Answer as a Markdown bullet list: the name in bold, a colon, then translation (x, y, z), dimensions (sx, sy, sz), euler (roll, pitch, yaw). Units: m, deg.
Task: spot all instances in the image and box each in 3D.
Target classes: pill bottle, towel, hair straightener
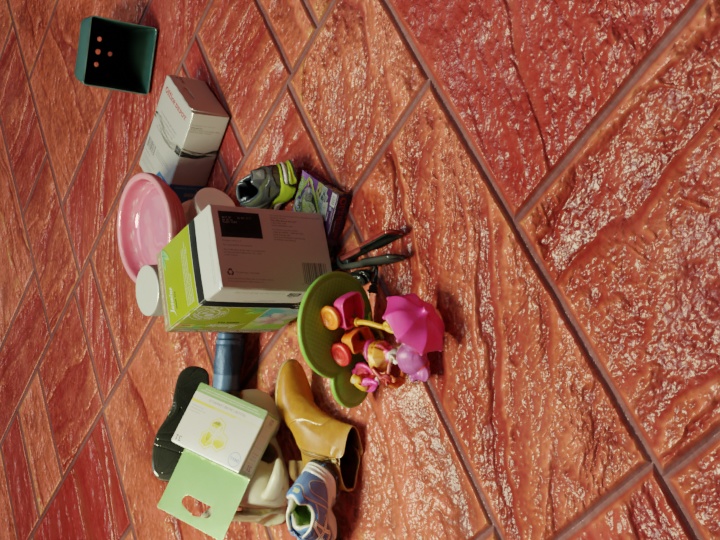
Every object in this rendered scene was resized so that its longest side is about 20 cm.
- **pill bottle**: translation (-0.273, 0.030, 1.685), dimensions (0.112, 0.199, 0.114), euler (2, 92, 50)
- **towel**: translation (-0.230, 0.199, 1.716), dimensions (0.112, 0.048, 0.202), euler (166, 110, -88)
- **pill bottle**: translation (-0.304, -0.058, 1.813), dimensions (0.200, 0.110, 0.112), euler (-49, 51, 40)
- **hair straightener**: translation (0.000, 0.000, 1.455), dimensions (0.199, 0.041, 0.078), euler (-21, 71, 51)

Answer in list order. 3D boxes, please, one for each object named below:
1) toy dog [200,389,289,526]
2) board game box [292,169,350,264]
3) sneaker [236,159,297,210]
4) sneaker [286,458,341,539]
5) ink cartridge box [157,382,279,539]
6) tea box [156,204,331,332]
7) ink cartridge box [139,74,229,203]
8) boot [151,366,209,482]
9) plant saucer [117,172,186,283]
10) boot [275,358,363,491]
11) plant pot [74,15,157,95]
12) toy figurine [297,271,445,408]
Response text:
- **toy dog**: translation (-0.182, 0.290, 1.596), dimensions (0.194, 0.138, 0.202), euler (122, 148, -57)
- **board game box**: translation (-0.080, -0.045, 1.578), dimensions (0.120, 0.032, 0.202), euler (35, 115, 46)
- **sneaker**: translation (-0.173, -0.124, 1.653), dimensions (0.200, 0.080, 0.075), euler (131, 132, -55)
- **sneaker**: translation (-0.078, 0.376, 1.470), dimensions (0.075, 0.077, 0.202), euler (15, 123, 33)
- **ink cartridge box**: translation (-0.229, 0.290, 1.524), dimensions (0.144, 0.048, 0.201), euler (17, 73, 32)
- **tea box**: translation (-0.179, 0.003, 1.520), dimensions (0.196, 0.198, 0.135), euler (-33, 61, 49)
- **ink cartridge box**: translation (-0.338, -0.247, 1.892), dimensions (0.145, 0.084, 0.201), euler (53, 129, 40)
- **boot**: translation (-0.296, 0.286, 1.694), dimensions (0.154, 0.073, 0.205), euler (96, -175, -56)
- **plant saucer**: translation (-0.367, -0.072, 1.763), dimensions (0.199, 0.050, 0.203), euler (5, 97, 49)
- **boot**: translation (-0.058, 0.231, 1.506), dimensions (0.143, 0.070, 0.204), euler (-11, 84, 47)
- **plant pot**: translation (-0.545, -0.467, 2.151), dimensions (0.200, 0.140, 0.143), euler (25, 108, 59)
- **toy figurine**: translation (0.035, 0.102, 1.350), dimensions (0.183, 0.150, 0.202), euler (1, 111, 43)
